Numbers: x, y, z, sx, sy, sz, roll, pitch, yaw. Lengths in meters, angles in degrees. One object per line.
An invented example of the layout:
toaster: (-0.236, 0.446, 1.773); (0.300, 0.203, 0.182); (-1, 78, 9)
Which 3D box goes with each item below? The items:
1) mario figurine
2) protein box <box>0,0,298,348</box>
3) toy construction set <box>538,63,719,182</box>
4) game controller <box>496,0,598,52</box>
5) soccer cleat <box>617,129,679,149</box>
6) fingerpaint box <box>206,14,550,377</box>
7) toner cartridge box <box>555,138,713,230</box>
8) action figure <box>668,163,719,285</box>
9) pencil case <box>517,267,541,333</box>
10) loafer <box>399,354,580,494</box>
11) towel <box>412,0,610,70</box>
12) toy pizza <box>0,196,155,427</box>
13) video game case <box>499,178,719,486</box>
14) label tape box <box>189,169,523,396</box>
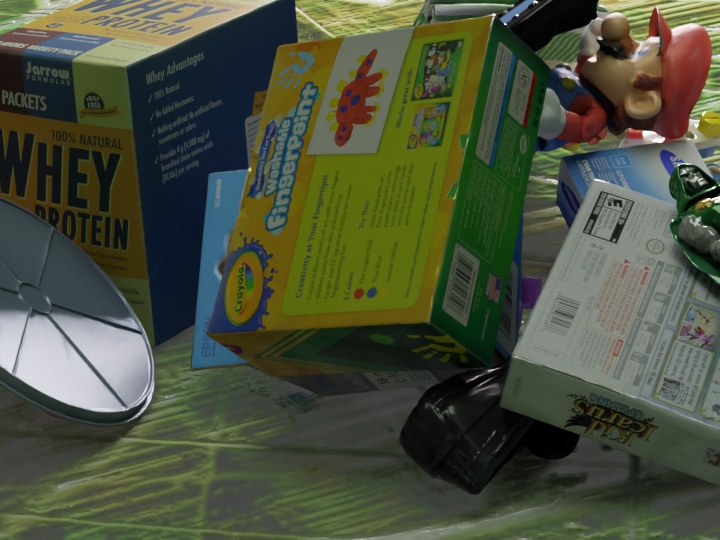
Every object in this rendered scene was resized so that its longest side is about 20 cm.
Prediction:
mario figurine: (0.139, -0.130, 1.665); (0.200, 0.106, 0.124); (-19, 54, 3)
protein box: (-0.146, -0.082, 1.726); (0.135, 0.200, 0.198); (10, 26, 32)
toy construction set: (0.169, -0.107, 1.816); (0.200, 0.092, 0.131); (11, 34, -34)
game controller: (0.111, -0.170, 1.692); (0.104, 0.042, 0.200); (-28, 4, -6)
soccer cleat: (0.184, -0.017, 1.697); (0.069, 0.078, 0.200); (14, 46, 11)
fingerpaint box: (0.012, -0.041, 1.479); (0.167, 0.200, 0.073); (-5, -27, 36)
toner cartridge box: (0.201, -0.003, 1.591); (0.095, 0.043, 0.200); (-8, 42, -12)
action figure: (0.250, -0.003, 1.451); (0.118, 0.055, 0.200); (-21, 45, -32)
pencil case: (0.012, 0.008, 1.645); (0.200, 0.084, 0.085); (11, 3, 31)
loafer: (0.105, 0.082, 1.468); (0.070, 0.068, 0.200); (45, 41, 19)
towel: (0.092, -0.146, 1.880); (0.152, 0.200, 0.023); (-2, 61, -18)
toy pizza: (-0.215, 0.027, 1.560); (0.200, 0.032, 0.200); (36, 24, -19)
video game case: (0.195, 0.040, 1.455); (0.181, 0.046, 0.200); (19, 38, 9)
label tape box: (0.000, 0.000, 1.562); (0.200, 0.063, 0.144); (-7, 63, 23)
